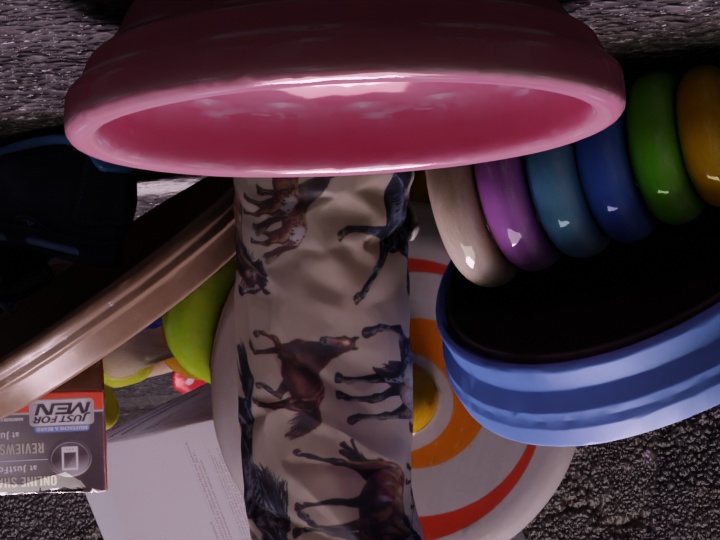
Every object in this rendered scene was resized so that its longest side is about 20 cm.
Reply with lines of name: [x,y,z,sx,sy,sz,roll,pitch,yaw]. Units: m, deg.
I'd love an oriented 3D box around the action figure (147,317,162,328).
action figure: [-0.151,0.045,1.565,0.199,0.100,0.065,14,-174,23]

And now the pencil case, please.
pencil case: [-0.010,0.040,1.204,0.089,0.201,0.078,-4,-174,-22]

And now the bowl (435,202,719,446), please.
bowl: [0.123,-0.004,1.165,0.200,0.039,0.201,-23,-153,12]

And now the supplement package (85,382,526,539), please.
supplement package: [-0.029,0.150,1.540,0.147,0.192,0.200,-25,-174,-35]

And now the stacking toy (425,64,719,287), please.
stacking toy: [0.131,-0.051,1.115,0.199,0.086,0.085,-11,171,22]

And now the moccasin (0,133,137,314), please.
moccasin: [-0.175,-0.017,1.266,0.080,0.069,0.200,2,172,-32]

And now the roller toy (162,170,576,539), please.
roller toy: [0.019,0.048,1.319,0.199,0.183,0.140,-26,-169,2]

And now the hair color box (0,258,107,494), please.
hair color box: [-0.190,0.045,1.424,0.110,0.064,0.200,-2,-154,-7]

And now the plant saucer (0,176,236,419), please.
plant saucer: [-0.125,0.015,1.274,0.200,0.030,0.200,-34,-172,5]

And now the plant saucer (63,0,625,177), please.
plant saucer: [-0.006,-0.073,0.965,0.199,0.051,0.201,-2,173,0]

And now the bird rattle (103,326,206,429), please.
bird rattle: [-0.104,0.047,1.675,0.199,0.113,0.163,-1,167,-40]
